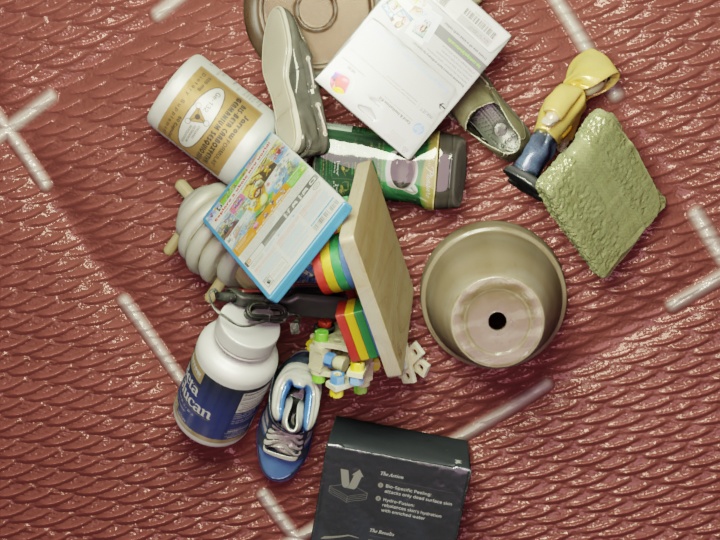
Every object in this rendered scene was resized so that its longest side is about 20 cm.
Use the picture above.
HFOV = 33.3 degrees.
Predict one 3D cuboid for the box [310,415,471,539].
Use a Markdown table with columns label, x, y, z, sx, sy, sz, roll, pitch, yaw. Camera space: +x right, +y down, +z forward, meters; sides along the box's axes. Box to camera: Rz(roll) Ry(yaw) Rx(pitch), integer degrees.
| label | x | y | z | sx | sy | sz | roll | pitch | yaw |
| --- | --- | --- | --- | --- | --- | --- | --- | --- | --- |
| box | 0.039 | 0.326 | 1.651 | 0.195 | 0.117 | 0.202 | 10 | 103 | 2 |

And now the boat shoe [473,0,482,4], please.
| label | x | y | z | sx | sy | sz | roll | pitch | yaw |
| --- | --- | --- | --- | --- | --- | --- | --- | --- | --- |
| boat shoe | 0.070 | -0.399 | 1.526 | 0.069 | 0.074 | 0.200 | -44 | 96 | 5 |

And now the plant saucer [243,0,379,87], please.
| label | x | y | z | sx | sy | sz | roll | pitch | yaw |
| --- | --- | --- | --- | --- | --- | --- | --- | --- | --- |
| plant saucer | -0.057 | -0.340 | 1.570 | 0.198 | 0.032 | 0.202 | 1 | 102 | 3 |

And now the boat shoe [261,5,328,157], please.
| label | x | y | z | sx | sy | sz | roll | pitch | yaw |
| --- | --- | --- | --- | --- | --- | --- | --- | --- | --- |
| boat shoe | -0.082 | -0.238 | 1.536 | 0.057 | 0.067 | 0.202 | 2 | 73 | -38 |

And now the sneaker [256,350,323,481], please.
| label | x | y | z | sx | sy | sz | roll | pitch | yaw |
| --- | --- | --- | --- | --- | --- | --- | --- | --- | --- |
| sneaker | -0.101 | 0.211 | 1.623 | 0.080 | 0.147 | 0.201 | 17 | 102 | 1 |

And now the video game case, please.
| label | x | y | z | sx | sy | sz | roll | pitch | yaw |
| --- | --- | --- | --- | --- | --- | --- | --- | --- | --- |
| video game case | -0.104 | -0.068 | 1.444 | 0.143 | 0.200 | 0.018 | -51 | 133 | 6 |

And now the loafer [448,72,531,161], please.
| label | x | y | z | sx | sy | sz | roll | pitch | yaw |
| --- | --- | --- | --- | --- | --- | --- | --- | --- | --- |
| loafer | 0.146 | -0.221 | 1.558 | 0.200 | 0.070 | 0.075 | 41 | 101 | -4 |

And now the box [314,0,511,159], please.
| label | x | y | z | sx | sy | sz | roll | pitch | yaw |
| --- | --- | --- | --- | --- | --- | --- | --- | --- | --- |
| box | 0.065 | -0.263 | 1.495 | 0.156 | 0.041 | 0.200 | 39 | 94 | -6 |

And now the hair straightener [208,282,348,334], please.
| label | x | y | z | sx | sy | sz | roll | pitch | yaw |
| --- | --- | --- | --- | --- | --- | --- | --- | --- | --- |
| hair straightener | -0.097 | 0.044 | 1.530 | 0.199 | 0.077 | 0.041 | 6 | 122 | -27 |

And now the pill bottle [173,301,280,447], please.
| label | x | y | z | sx | sy | sz | roll | pitch | yaw |
| --- | --- | --- | --- | --- | --- | --- | --- | --- | --- |
| pill bottle | -0.173 | 0.133 | 1.593 | 0.110 | 0.111 | 0.201 | 25 | 131 | -1 |

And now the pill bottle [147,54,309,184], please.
| label | x | y | z | sx | sy | sz | roll | pitch | yaw |
| --- | --- | --- | --- | --- | --- | --- | --- | --- | --- |
| pill bottle | -0.167 | -0.177 | 1.567 | 0.200 | 0.114 | 0.115 | 37 | 102 | -4 |

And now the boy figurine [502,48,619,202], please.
| label | x | y | z | sx | sy | sz | roll | pitch | yaw |
| --- | --- | --- | --- | --- | --- | --- | --- | --- | --- |
| boy figurine | 0.259 | -0.188 | 1.538 | 0.064 | 0.124 | 0.201 | 32 | 84 | 21 |

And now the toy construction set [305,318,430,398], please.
| label | x | y | z | sx | sy | sz | roll | pitch | yaw |
| --- | --- | --- | --- | --- | --- | --- | --- | --- | --- |
| toy construction set | 0.006 | 0.106 | 1.589 | 0.131 | 0.199 | 0.093 | 20 | 103 | 34 |

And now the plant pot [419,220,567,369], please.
| label | x | y | z | sx | sy | sz | roll | pitch | yaw |
| --- | --- | --- | --- | --- | --- | --- | --- | --- | --- |
| plant pot | 0.173 | 0.046 | 1.558 | 0.198 | 0.174 | 0.202 | 1 | 101 | 5 |

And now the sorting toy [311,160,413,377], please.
| label | x | y | z | sx | sy | sz | roll | pitch | yaw |
| --- | --- | --- | --- | --- | --- | --- | --- | --- | --- |
| sorting toy | 0.000 | 0.000 | 1.486 | 0.069 | 0.200 | 0.200 | -12 | 118 | 14 |

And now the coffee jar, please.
| label | x | y | z | sx | sy | sz | roll | pitch | yaw |
| --- | --- | --- | --- | --- | --- | --- | --- | --- | --- |
| coffee jar | 0.039 | -0.135 | 1.575 | 0.198 | 0.085 | 0.105 | 5 | 99 | 4 |

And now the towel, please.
| label | x | y | z | sx | sy | sz | roll | pitch | yaw |
| --- | --- | --- | --- | --- | --- | --- | --- | --- | --- |
| towel | 0.307 | -0.094 | 1.536 | 0.149 | 0.036 | 0.200 | -50 | 128 | -9 |

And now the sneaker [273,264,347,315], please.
| label | x | y | z | sx | sy | sz | roll | pitch | yaw |
| --- | --- | --- | --- | --- | --- | --- | --- | --- | --- |
| sneaker | -0.067 | 0.026 | 1.620 | 0.199 | 0.077 | 0.076 | -22 | 97 | 7 |

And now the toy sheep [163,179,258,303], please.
| label | x | y | z | sx | sy | sz | roll | pitch | yaw |
| --- | --- | --- | --- | --- | --- | --- | --- | --- | --- |
| toy sheep | -0.184 | -0.046 | 1.590 | 0.200 | 0.138 | 0.138 | 45 | 102 | 14 |
